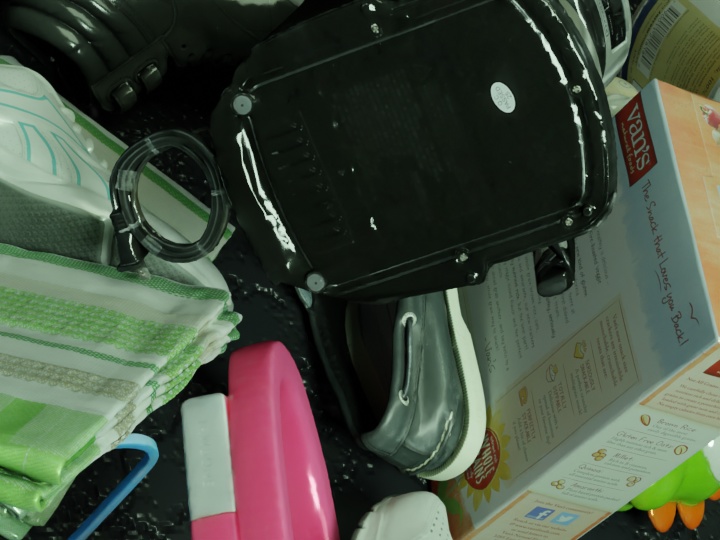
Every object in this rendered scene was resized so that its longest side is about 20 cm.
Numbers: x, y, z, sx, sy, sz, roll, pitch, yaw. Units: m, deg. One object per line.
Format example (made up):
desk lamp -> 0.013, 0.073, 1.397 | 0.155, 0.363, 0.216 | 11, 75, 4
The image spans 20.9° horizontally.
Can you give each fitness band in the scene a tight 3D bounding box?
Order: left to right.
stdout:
fitness band -> -0.029, 0.123, 0.754 | 0.037, 0.144, 0.201 | -12, 57, 8

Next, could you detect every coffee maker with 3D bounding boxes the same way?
coffee maker -> 0.014, -0.079, 0.803 | 0.190, 0.136, 0.200 | 5, 19, 8

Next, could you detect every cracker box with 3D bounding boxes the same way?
cracker box -> 0.103, 0.030, 0.870 | 0.057, 0.200, 0.135 | 15, 51, -28

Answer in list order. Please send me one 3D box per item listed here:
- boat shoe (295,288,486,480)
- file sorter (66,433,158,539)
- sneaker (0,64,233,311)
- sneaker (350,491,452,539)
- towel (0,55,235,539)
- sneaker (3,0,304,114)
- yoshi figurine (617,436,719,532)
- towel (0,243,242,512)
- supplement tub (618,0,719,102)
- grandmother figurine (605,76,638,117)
boat shoe -> -0.001, 0.001, 0.905 | 0.066, 0.074, 0.201 | 10, 59, -41
file sorter -> -0.117, 0.169, 0.652 | 0.138, 0.123, 0.201 | 0, 59, -37
sneaker -> -0.133, -0.041, 0.808 | 0.199, 0.070, 0.081 | 33, 42, -9
sneaker -> 0.043, 0.168, 0.774 | 0.201, 0.086, 0.075 | -99, 168, -46
towel -> -0.152, 0.001, 0.828 | 0.152, 0.023, 0.200 | 38, 45, -6
sneaker -> -0.082, -0.107, 0.923 | 0.199, 0.071, 0.100 | 28, 84, -26
yoshi figurine -> 0.176, 0.046, 0.991 | 0.112, 0.113, 0.200 | 43, 44, 15
towel -> -0.138, 0.031, 0.689 | 0.148, 0.031, 0.200 | 12, 16, 10
supplement tub -> 0.232, -0.084, 1.051 | 0.144, 0.145, 0.200 | 24, 18, -21
grandmother figurine -> 0.087, -0.115, 0.995 | 0.121, 0.061, 0.200 | 4, 36, -43
